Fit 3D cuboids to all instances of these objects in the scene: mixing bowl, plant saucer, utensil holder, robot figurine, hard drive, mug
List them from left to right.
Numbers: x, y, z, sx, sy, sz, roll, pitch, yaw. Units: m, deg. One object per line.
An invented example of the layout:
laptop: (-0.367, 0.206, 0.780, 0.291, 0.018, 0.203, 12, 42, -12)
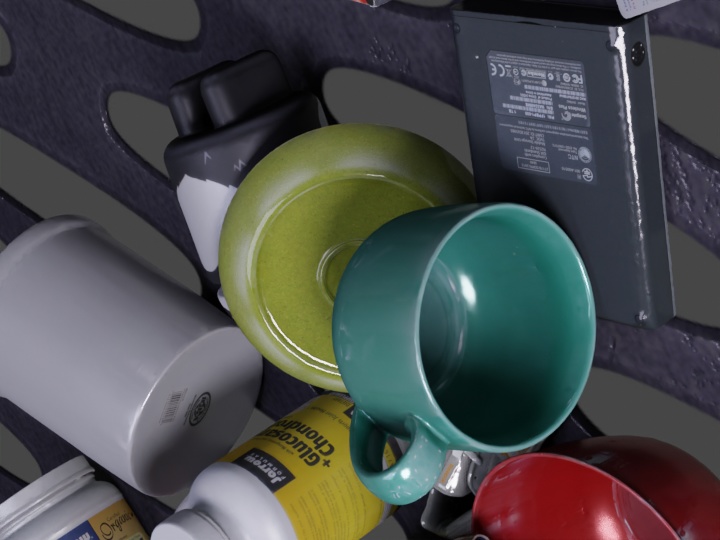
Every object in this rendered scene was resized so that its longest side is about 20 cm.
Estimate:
utensil holder: (-0.204, 0.072, 1.467, 0.199, 0.169, 0.171, 30, 133, 29)
robot figurine: (-0.069, -0.052, 1.265, 0.150, 0.124, 0.202, -121, 11, -78)
plant saucer: (0.000, 0.000, 1.196, 0.198, 0.031, 0.202, 0, 113, 1)
mug: (0.045, 0.041, 1.096, 0.114, 0.184, 0.154, -1, 109, 52)
hard drive: (0.128, -0.068, 1.110, 0.139, 0.033, 0.202, 14, 123, 43)
mixing bowl: (0.181, 0.186, 1.150, 0.199, 0.108, 0.202, 27, 130, 36)

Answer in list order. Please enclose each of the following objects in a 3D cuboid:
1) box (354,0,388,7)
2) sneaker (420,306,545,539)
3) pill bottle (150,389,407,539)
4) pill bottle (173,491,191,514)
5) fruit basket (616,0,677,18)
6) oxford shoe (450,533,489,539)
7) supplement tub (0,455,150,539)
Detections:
box: (-0.033, -0.285, 1.148, 0.136, 0.040, 0.202, 23, 129, 40)
sneaker: (0.090, 0.112, 1.219, 0.075, 0.092, 0.202, 32, 133, 32)
pill bottle: (-0.061, 0.180, 1.343, 0.111, 0.199, 0.113, 26, 131, 34)
pill bottle: (-0.061, 0.259, 1.464, 0.200, 0.113, 0.114, 41, 138, 24)
fruit basket: (0.171, -0.241, 0.929, 0.187, 0.093, 0.200, 66, 157, -7)
oxford shoe: (0.107, 0.265, 1.143, 0.201, 0.071, 0.073, 55, 137, 8)
supplement tub: (-0.266, 0.295, 1.692, 0.201, 0.144, 0.144, 56, 142, 5)
